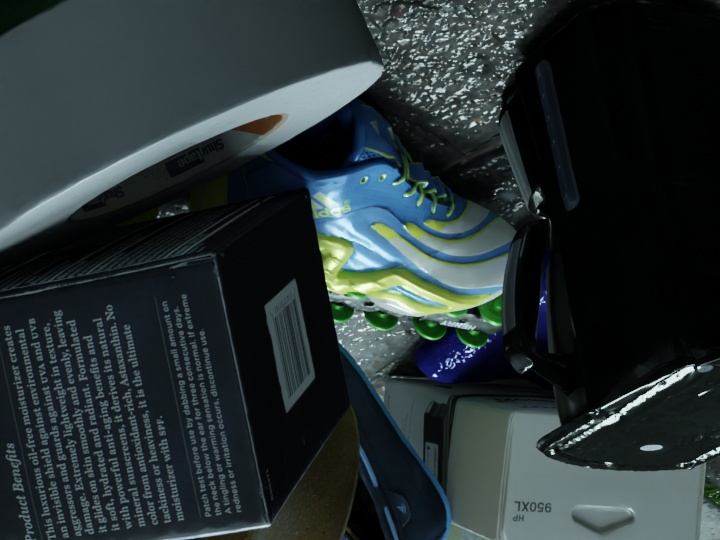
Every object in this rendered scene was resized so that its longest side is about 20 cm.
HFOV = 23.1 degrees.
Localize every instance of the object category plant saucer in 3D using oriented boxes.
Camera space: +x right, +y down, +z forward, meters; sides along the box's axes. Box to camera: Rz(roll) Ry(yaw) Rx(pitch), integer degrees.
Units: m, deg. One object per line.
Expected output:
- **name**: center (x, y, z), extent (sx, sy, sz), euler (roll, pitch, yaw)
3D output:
- **plant saucer**: center (-0.075, 0.142, 0.929), extent (0.035, 0.202, 0.200), euler (32, 136, -23)

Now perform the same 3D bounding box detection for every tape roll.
- **tape roll**: center (-0.091, -0.072, 0.752), extent (0.199, 0.067, 0.200), euler (-25, 179, -1)

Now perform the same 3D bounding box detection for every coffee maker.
- **coffee maker**: center (0.161, -0.025, 0.860), extent (0.191, 0.202, 0.134), euler (-23, 151, 30)

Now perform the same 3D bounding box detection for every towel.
- **towel**: center (0.143, 0.012, 1.091), extent (0.147, 0.050, 0.200), euler (7, 148, -39)

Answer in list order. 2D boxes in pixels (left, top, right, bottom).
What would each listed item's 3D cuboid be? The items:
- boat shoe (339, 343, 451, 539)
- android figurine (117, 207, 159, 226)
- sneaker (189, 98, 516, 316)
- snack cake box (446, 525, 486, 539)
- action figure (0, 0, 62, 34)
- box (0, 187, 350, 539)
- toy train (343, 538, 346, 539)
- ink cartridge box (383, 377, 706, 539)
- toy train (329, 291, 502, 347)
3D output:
- **boat shoe**: center (-0.021, 0.099, 1.064), extent (0.084, 0.200, 0.069), euler (-45, 179, 42)
- **android figurine**: center (-0.208, -0.025, 0.934), extent (0.198, 0.041, 0.182), euler (-11, 151, 9)
- **sneaker**: center (0.013, -0.034, 0.937), extent (0.198, 0.076, 0.105), euler (6, 148, -23)
- **snack cake box**: center (0.093, 0.235, 1.313), extent (0.066, 0.202, 0.115), euler (-11, 151, 7)
- **action figure**: center (-0.146, -0.121, 0.759), extent (0.117, 0.055, 0.199), euler (13, 152, -37)
- **box**: center (-0.123, 0.049, 0.818), extent (0.196, 0.125, 0.200), euler (-9, -172, 12)
- **toy train**: center (-0.030, 0.171, 1.303), extent (0.114, 0.086, 0.200), euler (14, -170, 11)
- **ink cartridge box**: center (0.113, 0.124, 1.147), extent (0.143, 0.085, 0.200), euler (5, -179, -22)
- **toy train**: center (0.000, 0.000, 1.006), extent (0.198, 0.057, 0.042), euler (11, 147, -23)
